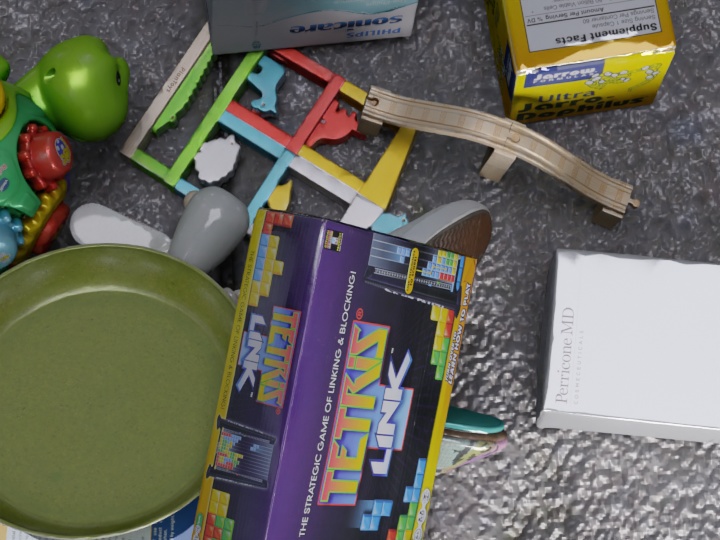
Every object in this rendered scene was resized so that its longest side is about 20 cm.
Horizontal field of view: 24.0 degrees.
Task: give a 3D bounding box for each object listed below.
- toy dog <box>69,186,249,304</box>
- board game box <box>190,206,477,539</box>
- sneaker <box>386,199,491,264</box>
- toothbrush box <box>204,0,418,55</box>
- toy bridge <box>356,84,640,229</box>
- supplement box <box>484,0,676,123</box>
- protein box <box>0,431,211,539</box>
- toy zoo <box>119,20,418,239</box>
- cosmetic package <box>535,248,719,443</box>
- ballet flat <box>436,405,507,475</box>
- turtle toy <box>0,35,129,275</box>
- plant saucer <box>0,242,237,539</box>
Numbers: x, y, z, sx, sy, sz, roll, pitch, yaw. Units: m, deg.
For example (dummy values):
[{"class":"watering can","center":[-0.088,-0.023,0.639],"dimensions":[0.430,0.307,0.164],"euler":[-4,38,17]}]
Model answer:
[{"class":"toy dog","center":[-0.163,0.019,1.124],"dimensions":[0.199,0.132,0.096],"euler":[-32,46,-13]},{"class":"board game box","center":[-0.011,0.075,1.001],"dimensions":[0.056,0.165,0.202],"euler":[11,90,35]},{"class":"sneaker","center":[0.000,0.000,1.122],"dimensions":[0.199,0.073,0.084],"euler":[-34,49,-30]},{"class":"toothbrush box","center":[-0.032,-0.231,1.111],"dimensions":[0.145,0.200,0.086],"euler":[-7,67,-7]},{"class":"toy bridge","center":[0.096,-0.080,1.140],"dimensions":[0.198,0.067,0.027],"euler":[21,76,-1]},{"class":"supplement box","center":[0.138,-0.217,1.161],"dimensions":[0.108,0.110,0.202],"euler":[-8,76,0]},{"class":"protein box","center":[-0.184,0.207,1.058],"dimensions":[0.198,0.135,0.201],"euler":[1,77,2]},{"class":"toy zoo","center":[-0.051,-0.081,1.180],"dimensions":[0.199,0.020,0.132],"euler":[31,80,8]},{"class":"cosmetic package","center":[0.217,0.054,1.111],"dimensions":[0.198,0.081,0.114],"euler":[4,79,1]},{"class":"ballet flat","center":[-0.004,0.108,1.118],"dimensions":[0.198,0.069,0.072],"euler":[15,96,9]},{"class":"turtle toy","center":[-0.225,-0.070,1.087],"dimensions":[0.101,0.146,0.201],"euler":[30,78,-5]},{"class":"plant saucer","center":[-0.159,0.074,1.012],"dimensions":[0.198,0.031,0.201],"euler":[0,56,0]}]
